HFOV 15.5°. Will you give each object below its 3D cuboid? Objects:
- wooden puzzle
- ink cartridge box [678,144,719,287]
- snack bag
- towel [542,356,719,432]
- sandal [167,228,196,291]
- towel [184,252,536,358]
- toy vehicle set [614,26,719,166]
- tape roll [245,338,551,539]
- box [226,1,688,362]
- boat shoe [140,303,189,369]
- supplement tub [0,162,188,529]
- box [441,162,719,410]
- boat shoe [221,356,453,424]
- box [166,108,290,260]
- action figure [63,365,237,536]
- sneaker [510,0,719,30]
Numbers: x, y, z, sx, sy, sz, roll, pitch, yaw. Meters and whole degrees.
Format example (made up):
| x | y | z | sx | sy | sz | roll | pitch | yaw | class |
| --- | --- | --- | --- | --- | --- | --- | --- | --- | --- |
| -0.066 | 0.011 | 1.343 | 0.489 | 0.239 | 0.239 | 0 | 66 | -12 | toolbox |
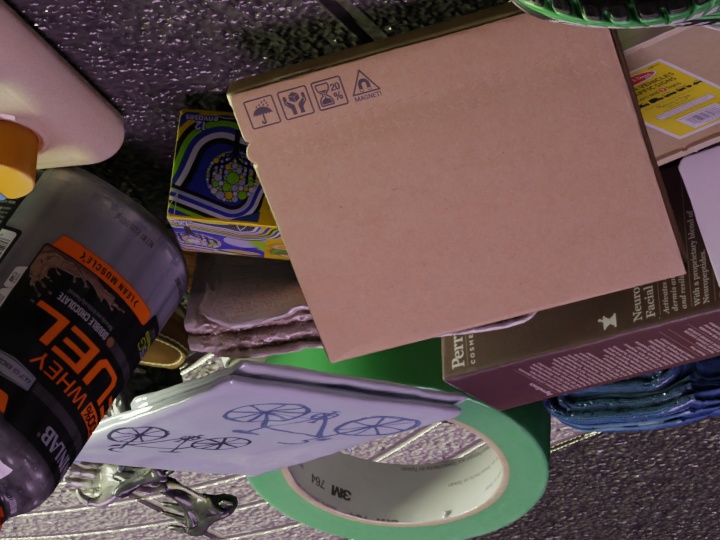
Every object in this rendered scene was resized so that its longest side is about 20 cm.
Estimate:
| x | y | z | sx | sy | sz | roll | pitch | yaw | class |
| --- | --- | --- | --- | --- | --- | --- | --- | --- | --- |
| -0.247 | -0.077 | 1.390 | 0.199 | 0.046 | 0.185 | -9 | 156 | 17 | wooden puzzle |
| 0.271 | -0.034 | 1.402 | 0.199 | 0.116 | 0.068 | -19 | -176 | 21 | ink cartridge box |
| -0.068 | 0.091 | 1.585 | 0.188 | 0.021 | 0.200 | 9 | 159 | -42 | snack bag |
| 0.203 | 0.075 | 1.707 | 0.111 | 0.049 | 0.200 | -8 | 179 | 31 | towel |
| -0.064 | 0.018 | 1.618 | 0.206 | 0.059 | 0.079 | 4 | 157 | -14 | sandal |
| 0.000 | 0.000 | 1.512 | 0.199 | 0.133 | 0.035 | -7 | 117 | 3 | towel |
| 0.159 | -0.100 | 1.392 | 0.200 | 0.027 | 0.124 | -22 | 150 | 40 | toy vehicle set |
| 0.023 | 0.109 | 1.713 | 0.200 | 0.048 | 0.201 | 3 | 145 | 2 | tape roll |
| 0.051 | -0.047 | 1.360 | 0.199 | 0.021 | 0.164 | -15 | 113 | 14 | box |
| -0.201 | 0.031 | 1.580 | 0.199 | 0.074 | 0.076 | 16 | 151 | -13 | boat shoe |
| -0.193 | 0.048 | 1.465 | 0.122 | 0.200 | 0.123 | 26 | 155 | 13 | supplement tub |
| 0.146 | 0.007 | 1.559 | 0.199 | 0.101 | 0.075 | -17 | 153 | 31 | box |
| 0.008 | 0.075 | 1.761 | 0.201 | 0.061 | 0.072 | 0 | 160 | -4 | boat shoe |
| 0.000 | -0.040 | 1.433 | 0.199 | 0.065 | 0.070 | 4 | 165 | 5 | box |
| -0.147 | 0.101 | 1.724 | 0.102 | 0.119 | 0.200 | -5 | 149 | 18 | action figure |
| 0.162 | -0.136 | 1.236 | 0.199 | 0.078 | 0.085 | -1 | 158 | -4 | sneaker |
